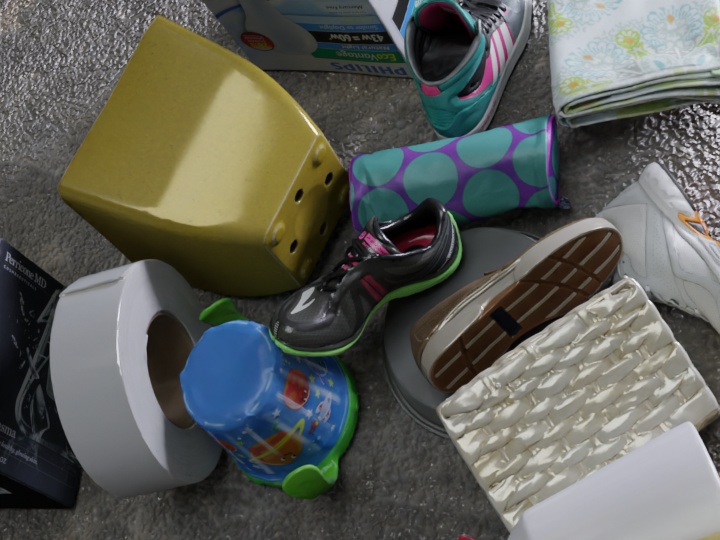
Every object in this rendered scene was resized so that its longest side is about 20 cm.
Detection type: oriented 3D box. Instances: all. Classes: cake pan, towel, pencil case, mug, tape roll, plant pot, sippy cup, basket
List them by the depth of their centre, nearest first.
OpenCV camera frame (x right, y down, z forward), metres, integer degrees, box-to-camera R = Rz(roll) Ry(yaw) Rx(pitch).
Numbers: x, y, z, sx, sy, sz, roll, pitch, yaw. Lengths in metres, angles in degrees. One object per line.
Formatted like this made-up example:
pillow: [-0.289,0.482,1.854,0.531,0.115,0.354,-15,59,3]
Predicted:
mug: [0.183,0.208,0.837,0.151,0.151,0.187,-21,24,8]
basket: [0.167,0.110,0.971,0.199,0.123,0.137,-35,80,5]
sippy cup: [-0.087,0.109,1.100,0.176,0.130,0.141,16,76,32]
cake pan: [0.105,0.048,1.103,0.197,0.037,0.203,-10,62,20]
tape roll: [-0.193,0.094,1.116,0.070,0.203,0.205,-14,61,18]
towel: [0.253,-0.220,1.136,0.168,0.048,0.202,-8,50,15]
pencil case: [0.087,-0.081,1.144,0.197,0.092,0.087,-10,95,17]
plant pot: [-0.123,-0.086,1.186,0.198,0.194,0.198,21,75,24]

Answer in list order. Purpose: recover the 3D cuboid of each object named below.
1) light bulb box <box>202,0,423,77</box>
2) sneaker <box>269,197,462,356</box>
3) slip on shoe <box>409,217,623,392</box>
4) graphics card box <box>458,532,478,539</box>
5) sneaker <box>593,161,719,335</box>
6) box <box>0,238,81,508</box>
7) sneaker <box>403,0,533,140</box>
light bulb box: [-0.047,-0.297,1.239,0.195,0.200,0.127,7,70,27]
sneaker: [0.000,0.000,1.069,0.199,0.085,0.076,-35,51,-23]
slip on shoe: [0.126,0.019,1.047,0.199,0.076,0.061,-41,39,6]
graphics card box: [0.099,0.322,0.966,0.124,0.051,0.202,15,72,29]
sneaker: [0.262,0.008,1.038,0.092,0.076,0.201,-36,49,13]
box: [-0.351,0.103,1.184,0.122,0.200,0.200,-4,65,20]
sneaker: [0.100,-0.233,1.189,0.082,0.121,0.203,9,70,27]
